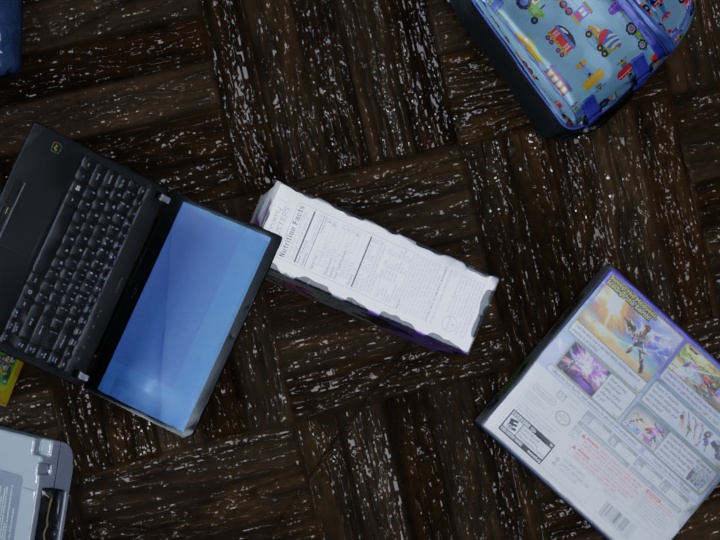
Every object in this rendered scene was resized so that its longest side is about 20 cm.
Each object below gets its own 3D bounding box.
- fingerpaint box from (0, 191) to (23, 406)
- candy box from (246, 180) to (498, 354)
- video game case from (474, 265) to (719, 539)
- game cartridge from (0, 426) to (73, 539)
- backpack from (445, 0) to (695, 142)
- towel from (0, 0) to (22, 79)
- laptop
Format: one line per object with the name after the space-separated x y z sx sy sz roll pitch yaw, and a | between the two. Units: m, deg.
-0.335 0.008 1.655 0.073 0.200 0.168 21 88 25 | fingerpaint box
0.000 0.000 1.710 0.198 0.168 0.072 23 86 -6 | candy box
0.232 0.129 1.800 0.200 0.045 0.182 41 87 -5 | video game case
-0.295 0.234 1.697 0.040 0.133 0.202 11 87 -40 | game cartridge
0.201 -0.234 1.752 0.199 0.135 0.183 -36 95 -8 | backpack
-0.307 -0.257 1.701 0.048 0.112 0.202 -2 90 -17 | towel
-0.196 0.007 1.604 0.199 0.103 0.179 27 84 -23 | laptop
